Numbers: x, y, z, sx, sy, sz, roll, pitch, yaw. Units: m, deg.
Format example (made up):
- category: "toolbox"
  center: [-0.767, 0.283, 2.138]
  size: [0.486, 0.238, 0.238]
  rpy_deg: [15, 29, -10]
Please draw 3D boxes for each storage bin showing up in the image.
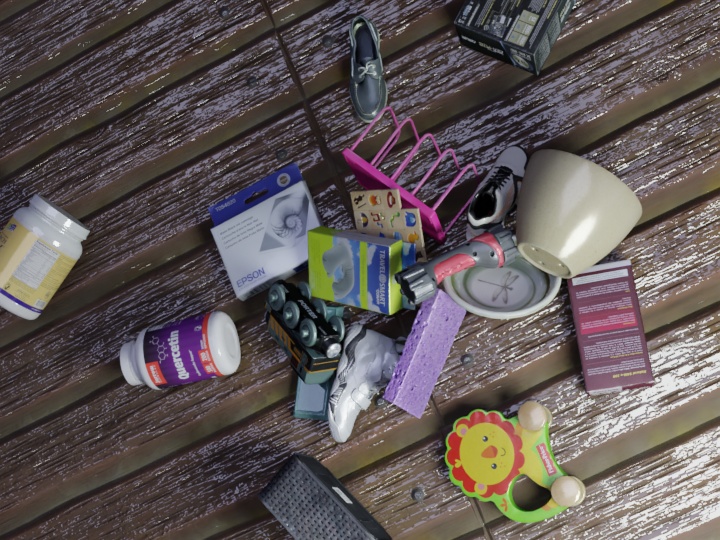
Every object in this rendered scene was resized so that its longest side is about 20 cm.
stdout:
- category: "storage bin"
  center: [-0.055, 0.400, 1.609]
  size: [0.094, 0.135, 0.200]
  rpy_deg: [-47, 69, 0]

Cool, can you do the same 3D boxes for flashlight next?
- category: "flashlight"
  center: [0.158, -0.006, 1.601]
  size: [0.198, 0.068, 0.069]
  rpy_deg: [-27, 100, -19]

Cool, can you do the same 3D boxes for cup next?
- category: "cup"
  center: [0.326, -0.074, 1.584]
  size: [0.199, 0.201, 0.144]
  rpy_deg: [27, 78, 20]

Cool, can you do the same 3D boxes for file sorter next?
- category: "file sorter"
  center: [0.093, -0.169, 1.716]
  size: [0.199, 0.139, 0.126]
  rpy_deg: [38, 85, 21]

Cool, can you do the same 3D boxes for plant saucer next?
- category: "plant saucer"
  center: [0.231, 0.020, 1.648]
  size: [0.197, 0.051, 0.202]
  rpy_deg: [-2, 42, 2]
- category: "plant saucer"
  center: [-0.076, 0.158, 1.741]
  size: [0.069, 0.019, 0.203]
  rpy_deg: [3, 78, 17]

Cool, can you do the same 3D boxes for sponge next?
- category: "sponge"
  center: [0.107, 0.137, 1.645]
  size: [0.030, 0.111, 0.202]
  rpy_deg: [19, 81, 33]

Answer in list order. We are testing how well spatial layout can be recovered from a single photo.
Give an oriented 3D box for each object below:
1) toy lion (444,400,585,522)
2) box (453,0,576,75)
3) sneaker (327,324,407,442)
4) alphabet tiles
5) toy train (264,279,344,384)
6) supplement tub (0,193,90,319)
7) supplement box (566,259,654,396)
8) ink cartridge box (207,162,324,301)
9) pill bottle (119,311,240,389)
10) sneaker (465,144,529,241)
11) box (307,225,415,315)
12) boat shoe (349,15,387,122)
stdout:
- category: "toy lion"
  center: [0.237, 0.312, 1.597]
  size: [0.190, 0.069, 0.202]
  rpy_deg: [-28, 71, 14]
- category: "box"
  center: [0.285, -0.477, 1.767]
  size: [0.162, 0.086, 0.202]
  rpy_deg: [25, 84, 20]
- category: "sneaker"
  center: [0.016, 0.195, 1.674]
  size: [0.113, 0.075, 0.203]
  rpy_deg: [8, 75, 20]
- category: "alphabet tiles"
  center: [0.040, -0.037, 1.682]
  size: [0.165, 0.008, 0.203]
  rpy_deg: [1, 107, 38]
- category: "toy train"
  center: [-0.102, 0.102, 1.698]
  size: [0.200, 0.084, 0.115]
  rpy_deg: [44, 126, 40]
- category: "supplement tub"
  center: [-0.616, -0.027, 1.869]
  size: [0.145, 0.145, 0.201]
  rpy_deg: [33, 86, 20]
- category: "supplement box"
  center: [0.401, 0.093, 1.603]
  size: [0.107, 0.061, 0.203]
  rpy_deg: [-10, 73, 14]
- category: "ink cartridge box"
  center: [-0.170, -0.078, 1.815]
  size: [0.198, 0.041, 0.202]
  rpy_deg: [-27, 71, 7]
- category: "pill bottle"
  center: [-0.319, 0.146, 1.760]
  size: [0.197, 0.112, 0.114]
  rpy_deg: [-14, 73, 12]
- category: "sneaker"
  center: [0.237, -0.136, 1.684]
  size: [0.073, 0.080, 0.202]
  rpy_deg: [16, 65, 22]
- category: "box"
  center: [0.000, 0.000, 1.691]
  size: [0.198, 0.047, 0.124]
  rpy_deg: [12, 112, 34]
- category: "boat shoe"
  center: [0.007, -0.373, 1.830]
  size: [0.072, 0.062, 0.203]
  rpy_deg: [-6, 74, 13]
